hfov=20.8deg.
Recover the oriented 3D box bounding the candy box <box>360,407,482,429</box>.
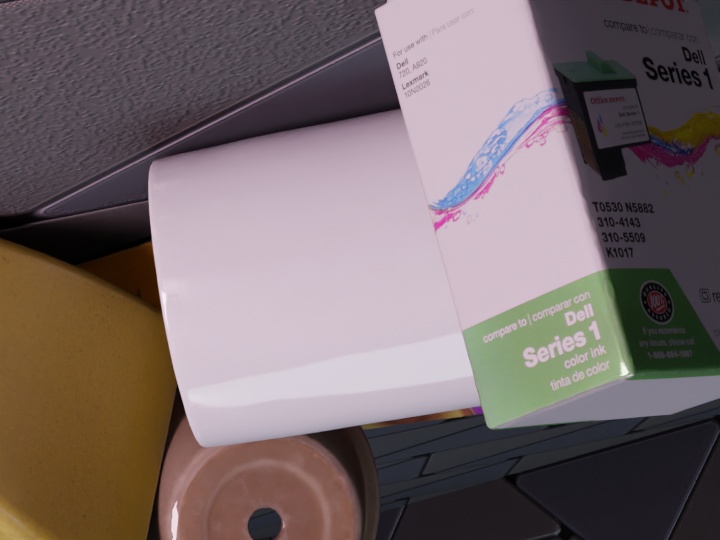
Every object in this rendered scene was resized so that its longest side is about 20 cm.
[{"bbox_3d":[0.062,0.034,1.216,0.200,0.057,0.117,-12,133,31],"label":"candy box"}]

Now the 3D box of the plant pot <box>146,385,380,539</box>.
[{"bbox_3d":[-0.071,0.147,1.178,0.200,0.201,0.175,-9,-178,-14],"label":"plant pot"}]

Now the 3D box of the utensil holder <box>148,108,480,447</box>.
[{"bbox_3d":[0.000,0.000,1.041,0.199,0.170,0.170,-9,169,0],"label":"utensil holder"}]

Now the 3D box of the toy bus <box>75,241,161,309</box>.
[{"bbox_3d":[-0.154,0.027,1.258,0.200,0.065,0.078,-17,168,21],"label":"toy bus"}]

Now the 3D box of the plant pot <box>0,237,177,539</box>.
[{"bbox_3d":[-0.243,0.087,1.107,0.200,0.200,0.176,-19,135,31],"label":"plant pot"}]

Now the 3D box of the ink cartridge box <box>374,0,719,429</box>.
[{"bbox_3d":[0.104,-0.038,0.875,0.084,0.201,0.145,-26,163,40],"label":"ink cartridge box"}]
